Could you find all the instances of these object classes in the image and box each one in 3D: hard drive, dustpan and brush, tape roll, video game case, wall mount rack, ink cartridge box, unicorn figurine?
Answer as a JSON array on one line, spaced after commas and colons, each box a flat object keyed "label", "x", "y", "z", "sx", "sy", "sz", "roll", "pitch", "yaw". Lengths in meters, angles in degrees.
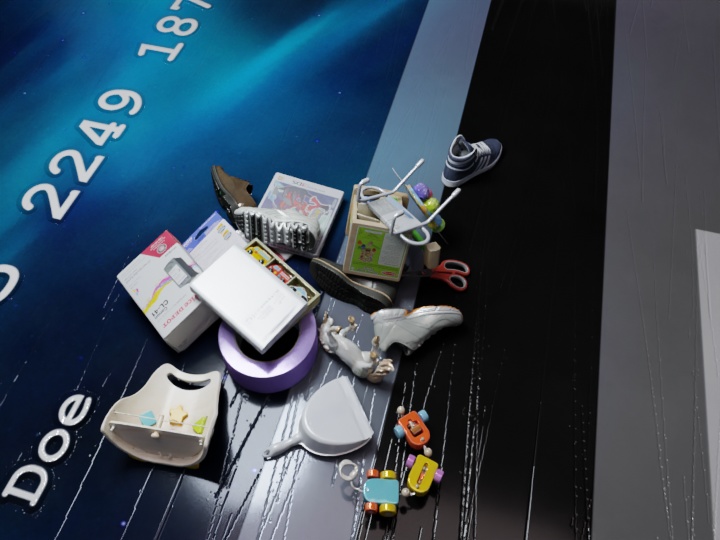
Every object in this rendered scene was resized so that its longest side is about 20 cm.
[{"label": "hard drive", "x": -0.217, "y": 0.051, "z": 1.224, "sx": 0.198, "sy": 0.027, "sz": 0.132, "roll": 37, "pitch": 62, "yaw": 16}, {"label": "dustpan and brush", "x": -0.090, "y": 0.294, "z": 1.165, "sx": 0.195, "sy": 0.058, "sz": 0.141, "roll": -17, "pitch": 54, "yaw": -19}, {"label": "tape roll", "x": -0.183, "y": 0.138, "z": 1.264, "sx": 0.193, "sy": 0.067, "sz": 0.205, "roll": -1, "pitch": 54, "yaw": 1}, {"label": "video game case", "x": -0.150, "y": -0.130, "z": 1.461, "sx": 0.177, "sy": 0.023, "sz": 0.204, "roll": 16, "pitch": 56, "yaw": 8}, {"label": "wall mount rack", "x": 0.093, "y": -0.142, "z": 1.247, "sx": 0.170, "sy": 0.076, "sz": 0.200, "roll": -20, "pitch": 50, "yaw": -32}, {"label": "ink cartridge box", "x": -0.296, "y": -0.025, "z": 1.377, "sx": 0.119, "sy": 0.042, "sz": 0.200, "roll": -45, "pitch": 66, "yaw": -4}, {"label": "ink cartridge box", "x": -0.388, "y": 0.041, "z": 1.307, "sx": 0.147, "sy": 0.086, "sz": 0.199, "roll": -43, "pitch": 62, "yaw": -10}, {"label": "unicorn figurine", "x": -0.026, "y": 0.145, "z": 1.232, "sx": 0.073, "sy": 0.138, "sz": 0.202, "roll": -26, "pitch": 71, "yaw": -30}]

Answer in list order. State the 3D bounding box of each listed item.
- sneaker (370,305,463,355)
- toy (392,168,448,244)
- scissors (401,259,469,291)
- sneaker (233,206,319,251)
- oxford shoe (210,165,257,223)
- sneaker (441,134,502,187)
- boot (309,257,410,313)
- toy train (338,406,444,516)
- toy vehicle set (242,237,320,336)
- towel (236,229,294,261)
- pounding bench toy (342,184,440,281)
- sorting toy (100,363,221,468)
[{"label": "sneaker", "x": 0.116, "y": 0.123, "z": 1.279, "sx": 0.193, "sy": 0.076, "sz": 0.095, "roll": -3, "pitch": 80, "yaw": -12}, {"label": "toy", "x": 0.146, "y": -0.148, "z": 1.384, "sx": 0.047, "sy": 0.200, "sz": 0.116, "roll": -35, "pitch": 56, "yaw": 5}, {"label": "scissors", "x": 0.146, "y": 0.000, "z": 1.363, "sx": 0.193, "sy": 0.014, "sz": 0.075, "roll": 10, "pitch": 60, "yaw": -10}, {"label": "sneaker", "x": -0.182, "y": -0.102, "z": 1.390, "sx": 0.194, "sy": 0.077, "sz": 0.082, "roll": 15, "pitch": 41, "yaw": 4}, {"label": "oxford shoe", "x": -0.299, "y": -0.188, "z": 1.495, "sx": 0.083, "sy": 0.074, "sz": 0.201, "roll": -23, "pitch": 52, "yaw": -19}, {"label": "sneaker", "x": 0.281, "y": -0.292, "z": 1.540, "sx": 0.198, "sy": 0.110, "sz": 0.070, "roll": -35, "pitch": 61, "yaw": -23}, {"label": "boot", "x": 0.000, "y": 0.000, "z": 1.364, "sx": 0.196, "sy": 0.078, "sz": 0.140, "roll": 30, "pitch": 54, "yaw": 5}, {"label": "toy train", "x": 0.063, "y": 0.346, "z": 1.120, "sx": 0.197, "sy": 0.056, "sz": 0.151, "roll": -30, "pitch": 58, "yaw": -23}, {"label": "toy vehicle set", "x": -0.191, "y": 0.034, "z": 1.275, "sx": 0.199, "sy": 0.027, "sz": 0.124, "roll": 39, "pitch": 63, "yaw": 21}, {"label": "towel", "x": -0.214, "y": -0.067, "z": 1.440, "sx": 0.198, "sy": 0.023, "sz": 0.144, "roll": -37, "pitch": 63, "yaw": -23}, {"label": "pounding bench toy", "x": 0.069, "y": -0.079, "z": 1.328, "sx": 0.193, "sy": 0.127, "sz": 0.158, "roll": 9, "pitch": 39, "yaw": -5}, {"label": "sorting toy", "x": -0.340, "y": 0.255, "z": 1.167, "sx": 0.193, "sy": 0.109, "sz": 0.183, "roll": 7, "pitch": 47, "yaw": 6}]
